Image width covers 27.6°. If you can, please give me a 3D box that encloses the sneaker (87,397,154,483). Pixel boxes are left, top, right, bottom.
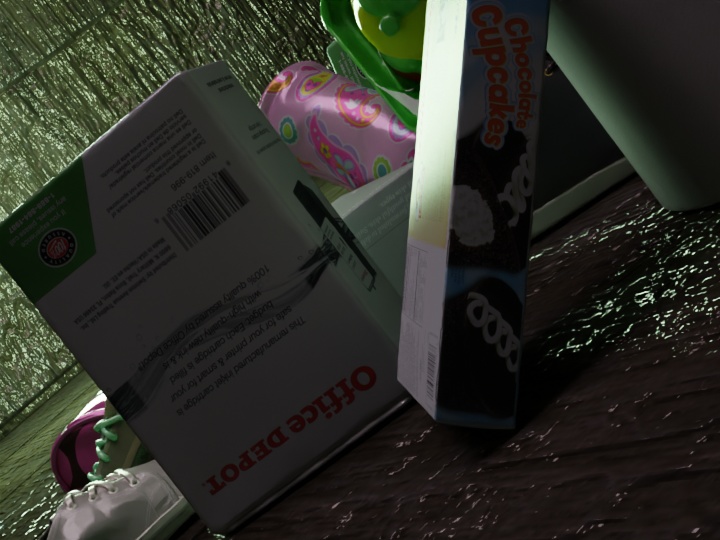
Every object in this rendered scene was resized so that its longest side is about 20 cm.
[{"bbox_3d":[-0.151,0.115,0.964,0.200,0.089,0.077,-41,8,-17],"label":"sneaker"}]

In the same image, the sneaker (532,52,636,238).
[{"bbox_3d":[0.135,-0.110,0.846,0.199,0.106,0.075,-37,7,18],"label":"sneaker"}]

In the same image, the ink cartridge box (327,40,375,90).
[{"bbox_3d":[0.087,-0.154,1.091,0.083,0.148,0.200,-12,-15,-46],"label":"ink cartridge box"}]

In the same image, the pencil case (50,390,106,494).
[{"bbox_3d":[-0.156,0.103,1.104,0.093,0.091,0.200,-22,15,18],"label":"pencil case"}]

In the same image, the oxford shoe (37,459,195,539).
[{"bbox_3d":[-0.146,0.147,0.878,0.200,0.058,0.075,-40,5,-23],"label":"oxford shoe"}]

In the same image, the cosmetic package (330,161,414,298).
[{"bbox_3d":[0.000,0.000,0.937,0.107,0.090,0.200,-38,3,-17],"label":"cosmetic package"}]

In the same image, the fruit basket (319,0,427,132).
[{"bbox_3d":[0.047,-0.193,0.912,0.214,0.156,0.216,-28,-29,-17],"label":"fruit basket"}]

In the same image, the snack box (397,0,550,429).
[{"bbox_3d":[0.047,-0.043,0.624,0.037,0.202,0.116,4,4,-6],"label":"snack box"}]

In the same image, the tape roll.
[{"bbox_3d":[0.182,-0.143,0.685,0.202,0.139,0.203,-39,7,5],"label":"tape roll"}]

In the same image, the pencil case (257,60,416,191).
[{"bbox_3d":[0.013,-0.085,1.047,0.087,0.088,0.199,-41,47,-23],"label":"pencil case"}]

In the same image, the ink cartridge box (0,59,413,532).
[{"bbox_3d":[-0.075,0.013,0.776,0.146,0.201,0.083,-36,4,15],"label":"ink cartridge box"}]
